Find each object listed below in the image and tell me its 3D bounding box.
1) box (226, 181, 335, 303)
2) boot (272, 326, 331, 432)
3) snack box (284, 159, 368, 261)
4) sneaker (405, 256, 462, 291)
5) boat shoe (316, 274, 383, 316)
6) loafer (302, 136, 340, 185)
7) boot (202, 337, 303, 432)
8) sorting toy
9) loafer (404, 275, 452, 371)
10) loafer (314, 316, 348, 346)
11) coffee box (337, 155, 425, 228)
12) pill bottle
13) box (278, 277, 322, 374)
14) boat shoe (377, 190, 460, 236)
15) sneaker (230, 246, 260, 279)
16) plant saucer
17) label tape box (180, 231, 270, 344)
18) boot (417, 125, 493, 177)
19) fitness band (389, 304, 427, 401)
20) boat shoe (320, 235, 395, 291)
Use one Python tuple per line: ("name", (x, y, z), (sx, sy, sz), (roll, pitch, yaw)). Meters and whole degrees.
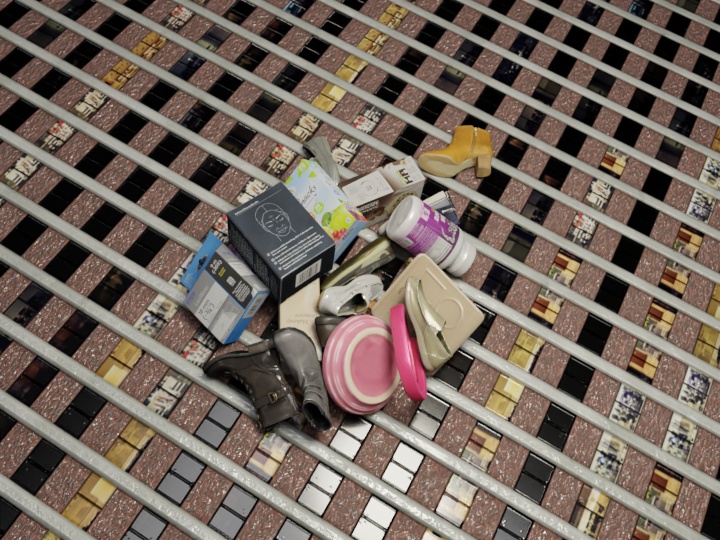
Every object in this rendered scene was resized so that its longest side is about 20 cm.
("box", (-0.171, -0.061, 1.583), (0.147, 0.108, 0.200), (-32, 68, -24))
("boot", (-0.106, 0.214, 1.454), (0.069, 0.201, 0.133), (-26, 36, 13))
("snack box", (-0.106, -0.121, 1.685), (0.201, 0.169, 0.067), (49, 21, 22))
("sneaker", (0.177, 0.049, 1.678), (0.089, 0.075, 0.202), (-22, 72, -26))
("boat shoe", (-0.007, 0.064, 1.608), (0.069, 0.072, 0.198), (31, 32, 31))
("loafer", (-0.094, -0.250, 1.804), (0.068, 0.071, 0.202), (-16, 45, -6))
("boot", (-0.219, 0.243, 1.506), (0.197, 0.069, 0.177), (-20, 86, 23))
("sorting toy", (0.144, 0.096, 1.615), (0.200, 0.036, 0.186), (46, 106, 17))
("loafer", (0.144, 0.106, 1.559), (0.067, 0.076, 0.204), (-15, 92, 16))
("loafer", (-0.018, 0.141, 1.575), (0.197, 0.072, 0.073), (11, 81, -36))
("coffee box", (0.044, -0.179, 1.763), (0.197, 0.114, 0.081), (-23, 64, -19))
("pill bottle", (0.164, -0.073, 1.687), (0.198, 0.112, 0.114), (33, 57, -19))
("box", (-0.131, 0.116, 1.594), (0.093, 0.078, 0.203), (-1, 61, -9))
("boat shoe", (0.144, -0.106, 1.760), (0.198, 0.075, 0.094), (-28, 83, -9))
("sneaker", (-0.255, -0.009, 1.656), (0.087, 0.081, 0.203), (-6, 59, 0))
("plant saucer", (0.015, 0.193, 1.519), (0.198, 0.050, 0.205), (2, 86, -36))
("label tape box", (-0.307, 0.035, 1.583), (0.200, 0.063, 0.145), (42, 107, 17))
("boot", (0.241, -0.311, 1.895), (0.197, 0.071, 0.146), (7, 54, -7))
("fitness band", (0.099, 0.169, 1.522), (0.037, 0.144, 0.203), (-14, 61, 10))
("boat shoe", (0.000, 0.000, 1.682), (0.200, 0.072, 0.067), (-38, 104, -17))
